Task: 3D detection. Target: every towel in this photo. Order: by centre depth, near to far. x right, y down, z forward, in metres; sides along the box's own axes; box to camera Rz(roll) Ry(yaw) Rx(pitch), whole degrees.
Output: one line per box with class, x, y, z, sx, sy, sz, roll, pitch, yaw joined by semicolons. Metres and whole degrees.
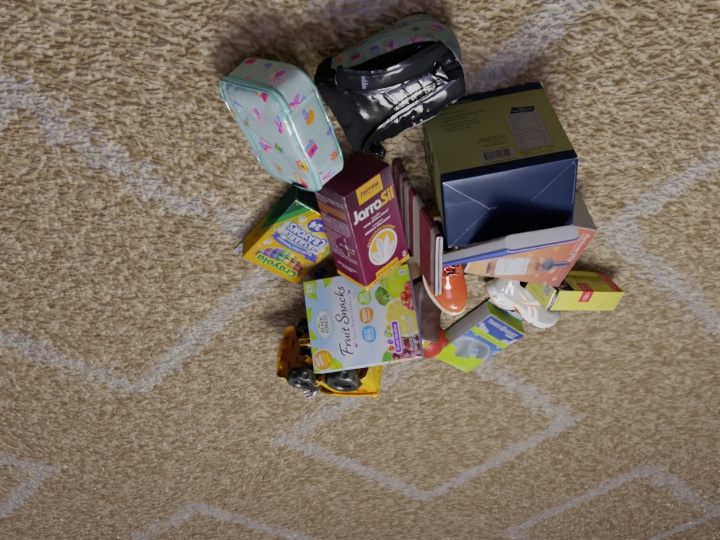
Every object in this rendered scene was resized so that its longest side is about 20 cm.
towel;0.099;-0.073;1.145;0.023;0.201;0.145;-16;138;-9

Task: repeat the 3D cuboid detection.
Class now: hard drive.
hard drive;0.225;-0.036;1.063;0.131;0.026;0.200;-9;178;-23

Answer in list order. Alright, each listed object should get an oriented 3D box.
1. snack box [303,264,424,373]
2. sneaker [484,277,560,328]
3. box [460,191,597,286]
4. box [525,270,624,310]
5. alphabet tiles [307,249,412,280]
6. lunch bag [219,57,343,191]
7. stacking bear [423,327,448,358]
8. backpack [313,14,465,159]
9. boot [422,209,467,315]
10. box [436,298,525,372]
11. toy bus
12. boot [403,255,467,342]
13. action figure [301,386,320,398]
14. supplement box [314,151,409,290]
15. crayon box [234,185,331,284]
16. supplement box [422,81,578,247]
snack box;0.005;0.090;1.230;0.198;0.170;0.068;-11;169;9
sneaker;0.356;0.052;1.399;0.199;0.076;0.092;23;124;-29
box;0.297;-0.070;1.238;0.198;0.107;0.153;8;134;-15
box;0.431;0.040;1.355;0.198;0.075;0.050;4;124;-30
alphabet tiles;0.000;0.000;1.306;0.167;0.008;0.200;34;107;-35
lunch bag;-0.119;-0.213;1.012;0.160;0.077;0.201;22;150;37
stacking bear;0.110;0.117;1.412;0.121;0.114;0.200;-28;137;21
backpack;0.051;-0.278;0.977;0.198;0.127;0.167;-22;136;18
boot;0.149;-0.009;1.210;0.074;0.107;0.202;-21;98;-6
box;0.266;0.144;1.498;0.121;0.048;0.200;28;127;-31
toy bus;-0.047;0.195;1.370;0.198;0.137;0.192;-3;148;18
boot;0.144;0.054;1.297;0.198;0.168;0.072;-2;173;-5
action figure;-0.103;0.220;1.483;0.199;0.120;0.102;28;122;-37
supplement box;0.004;-0.083;1.154;0.110;0.085;0.201;-37;134;-25
crayon box;-0.128;-0.054;1.241;0.125;0.052;0.200;28;127;-31
supplement box;0.210;-0.168;1.058;0.198;0.201;0.135;-10;136;3
